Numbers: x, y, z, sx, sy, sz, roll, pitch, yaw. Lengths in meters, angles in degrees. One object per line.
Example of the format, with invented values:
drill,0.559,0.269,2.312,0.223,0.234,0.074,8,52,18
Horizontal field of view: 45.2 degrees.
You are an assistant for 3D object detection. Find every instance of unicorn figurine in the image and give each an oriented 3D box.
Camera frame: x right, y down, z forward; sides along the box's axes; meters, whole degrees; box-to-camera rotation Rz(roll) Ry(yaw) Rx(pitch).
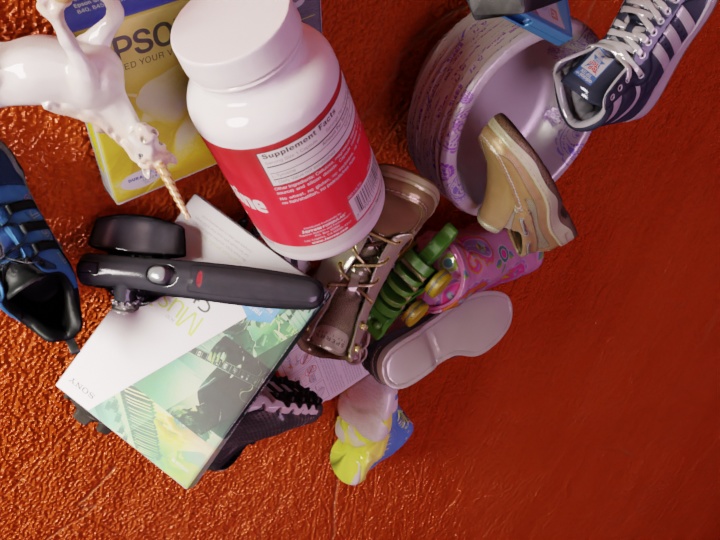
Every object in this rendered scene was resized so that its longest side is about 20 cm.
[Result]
unicorn figurine,-0.195,-0.127,0.549,0.138,0.198,0.074,99,6,-52

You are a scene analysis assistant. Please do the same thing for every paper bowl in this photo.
paper bowl,0.129,-0.161,0.827,0.199,0.104,0.202,-25,138,-24

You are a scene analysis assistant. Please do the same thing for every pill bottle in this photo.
pill bottle,-0.057,-0.106,0.632,0.112,0.112,0.201,-38,142,-9

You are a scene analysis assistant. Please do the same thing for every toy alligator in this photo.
toy alligator,0.029,0.033,0.859,0.201,0.059,0.054,-53,164,28

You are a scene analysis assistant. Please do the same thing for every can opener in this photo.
can opener,-0.126,0.006,0.682,0.063,0.198,0.079,-29,129,-84

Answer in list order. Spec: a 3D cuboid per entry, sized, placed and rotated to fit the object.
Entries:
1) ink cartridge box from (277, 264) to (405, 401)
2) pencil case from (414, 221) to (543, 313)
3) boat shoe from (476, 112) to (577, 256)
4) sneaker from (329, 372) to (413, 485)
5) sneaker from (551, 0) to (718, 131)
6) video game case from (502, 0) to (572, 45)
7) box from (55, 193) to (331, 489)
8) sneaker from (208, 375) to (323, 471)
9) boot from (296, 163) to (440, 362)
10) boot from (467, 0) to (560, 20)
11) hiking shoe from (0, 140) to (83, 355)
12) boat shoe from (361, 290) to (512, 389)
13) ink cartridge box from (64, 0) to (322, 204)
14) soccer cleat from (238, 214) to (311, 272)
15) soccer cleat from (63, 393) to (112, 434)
ink cartridge box,-0.035,0.069,0.934,0.199,0.050,0.162,-31,140,-13
pencil case,0.126,-0.016,0.941,0.199,0.087,0.088,-20,138,-50
boat shoe,0.142,-0.064,0.796,0.076,0.072,0.200,-32,142,10
sneaker,0.023,0.178,1.070,0.105,0.076,0.201,-26,150,-38
sneaker,0.232,-0.205,0.733,0.108,0.070,0.201,-21,142,-34
video game case,0.095,-0.271,0.676,0.199,0.145,0.018,10,159,-42
box,-0.139,0.058,0.726,0.201,0.144,0.036,-55,173,-3
sneaker,-0.122,0.147,0.828,0.199,0.066,0.091,7,112,-47
boot,0.000,0.000,0.773,0.156,0.072,0.200,-67,-172,-18
boot,0.131,-0.285,0.659,0.199,0.065,0.166,-30,100,-42
hiking shoe,-0.251,-0.027,0.612,0.074,0.087,0.201,-37,141,-10
boat shoe,0.086,0.070,0.969,0.199,0.062,0.074,-24,108,-30
ink cartridge box,-0.118,-0.171,0.641,0.196,0.047,0.201,-26,140,-22
soccer cleat,-0.092,0.009,0.809,0.085,0.069,0.201,8,113,-41
soccer cleat,-0.189,0.126,0.826,0.084,0.065,0.200,-48,142,3
